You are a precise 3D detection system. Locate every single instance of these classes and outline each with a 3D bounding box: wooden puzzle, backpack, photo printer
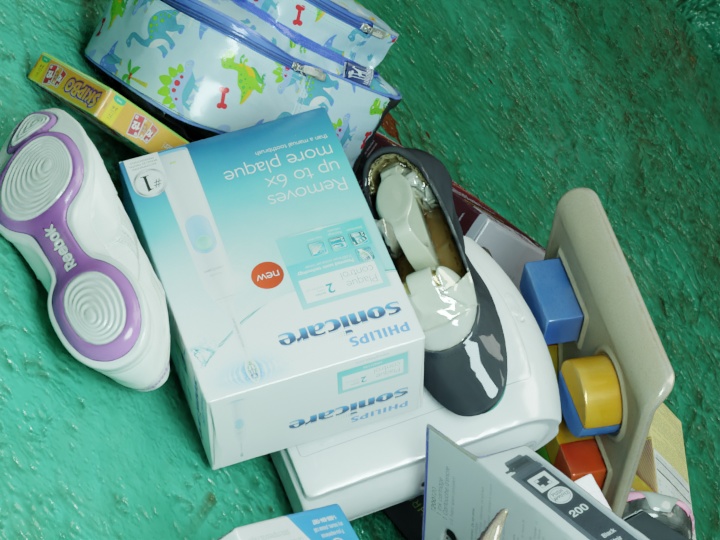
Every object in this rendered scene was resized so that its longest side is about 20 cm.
[{"bbox_3d":[0.142,0.074,1.668,0.046,0.200,0.186,-4,50,-18],"label":"wooden puzzle"},{"bbox_3d":[-0.087,-0.160,1.767,0.200,0.147,0.183,16,12,-44],"label":"backpack"},{"bbox_3d":[0.026,0.070,1.629,0.070,0.199,0.167,93,-26,-60],"label":"photo printer"}]

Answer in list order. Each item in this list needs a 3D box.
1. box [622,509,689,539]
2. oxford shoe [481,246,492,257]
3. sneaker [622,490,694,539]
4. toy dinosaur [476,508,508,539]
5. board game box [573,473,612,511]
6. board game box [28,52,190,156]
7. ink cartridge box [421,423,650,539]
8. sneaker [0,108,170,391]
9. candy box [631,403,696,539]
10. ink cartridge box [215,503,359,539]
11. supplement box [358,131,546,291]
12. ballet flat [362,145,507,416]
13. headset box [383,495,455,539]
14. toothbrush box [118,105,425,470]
[{"bbox_3d":[0.223,0.267,1.590,0.200,0.079,0.142,31,-44,46],"label":"box"},{"bbox_3d":[0.000,0.000,1.742,0.199,0.071,0.073,11,50,-6],"label":"oxford shoe"},{"bbox_3d":[0.189,0.240,1.759,0.079,0.200,0.096,13,46,-5],"label":"sneaker"},{"bbox_3d":[0.059,0.238,1.499,0.086,0.135,0.201,-26,118,-34],"label":"toy dinosaur"},{"bbox_3d":[0.142,0.258,1.597,0.041,0.200,0.200,-23,76,-31],"label":"board game box"},{"bbox_3d":[-0.134,-0.083,1.695,0.200,0.030,0.095,31,-1,-42],"label":"board game box"},{"bbox_3d":[0.114,0.214,1.529,0.043,0.199,0.200,-24,42,-32],"label":"ink cartridge box"},{"bbox_3d":[-0.173,-0.008,1.521,0.201,0.075,0.100,67,7,28],"label":"sneaker"},{"bbox_3d":[0.200,0.187,1.927,0.055,0.115,0.200,44,23,-21],"label":"candy box"},{"bbox_3d":[-0.022,0.246,1.404,0.200,0.086,0.146,58,21,12],"label":"ink cartridge box"},{"bbox_3d":[0.063,-0.037,1.878,0.109,0.061,0.200,29,7,-41],"label":"supplement box"},{"bbox_3d":[0.042,0.000,1.588,0.073,0.073,0.201,28,39,-49],"label":"ballet flat"},{"bbox_3d":[0.080,0.136,1.781,0.174,0.093,0.200,51,21,-7],"label":"headset box"},{"bbox_3d":[-0.058,0.009,1.574,0.085,0.146,0.201,90,-18,-55],"label":"toothbrush box"}]
